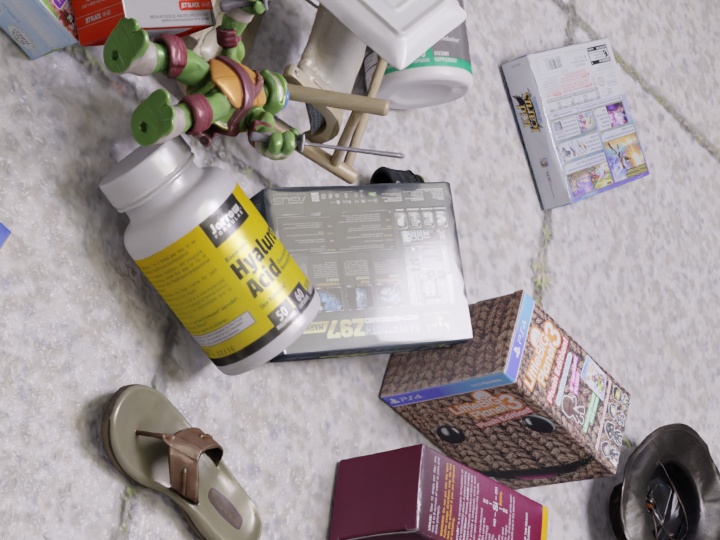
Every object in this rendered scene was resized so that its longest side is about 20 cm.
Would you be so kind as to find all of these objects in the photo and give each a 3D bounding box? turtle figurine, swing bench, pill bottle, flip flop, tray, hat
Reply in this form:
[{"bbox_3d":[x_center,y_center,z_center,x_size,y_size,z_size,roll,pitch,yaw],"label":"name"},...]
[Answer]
[{"bbox_3d":[-0.094,-0.164,1.284,0.194,0.199,0.145,-9,105,-50],"label":"turtle figurine"},{"bbox_3d":[-0.058,-0.222,1.487,0.199,0.130,0.199,21,58,-5],"label":"swing bench"},{"bbox_3d":[0.052,-0.279,1.662,0.113,0.113,0.201,6,73,-48],"label":"pill bottle"},{"bbox_3d":[-0.132,-0.018,1.360,0.200,0.111,0.111,53,44,-16],"label":"pill bottle"},{"bbox_3d":[-0.140,0.167,1.337,0.200,0.057,0.081,51,45,-26],"label":"flip flop"},{"bbox_3d":[-0.002,-0.276,1.447,0.200,0.022,0.107,43,56,9],"label":"tray"},{"bbox_3d":[0.345,0.280,1.856,0.200,0.081,0.201,13,69,-38],"label":"hat"}]

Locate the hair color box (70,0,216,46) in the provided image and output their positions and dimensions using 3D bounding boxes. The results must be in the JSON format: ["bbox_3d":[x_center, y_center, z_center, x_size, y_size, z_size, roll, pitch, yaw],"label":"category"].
[{"bbox_3d":[-0.195,-0.292,1.313,0.111,0.064,0.201,-16,93,-52],"label":"hair color box"}]

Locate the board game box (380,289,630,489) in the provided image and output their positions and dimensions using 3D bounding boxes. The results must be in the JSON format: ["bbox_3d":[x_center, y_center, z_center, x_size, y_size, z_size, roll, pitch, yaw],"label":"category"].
[{"bbox_3d":[0.149,0.127,1.610,0.200,0.159,0.097,42,50,-32],"label":"board game box"}]

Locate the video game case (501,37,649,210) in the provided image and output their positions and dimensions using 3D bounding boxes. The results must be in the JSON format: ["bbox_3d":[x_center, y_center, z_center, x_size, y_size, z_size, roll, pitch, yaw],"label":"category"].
[{"bbox_3d":[0.263,-0.181,1.930,0.200,0.045,0.182,-19,92,-50],"label":"video game case"}]

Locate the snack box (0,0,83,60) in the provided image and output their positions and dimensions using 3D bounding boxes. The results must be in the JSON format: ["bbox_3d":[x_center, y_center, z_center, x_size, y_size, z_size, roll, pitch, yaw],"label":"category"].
[{"bbox_3d":[-0.268,-0.307,1.329,0.169,0.068,0.200,50,45,-30],"label":"snack box"}]

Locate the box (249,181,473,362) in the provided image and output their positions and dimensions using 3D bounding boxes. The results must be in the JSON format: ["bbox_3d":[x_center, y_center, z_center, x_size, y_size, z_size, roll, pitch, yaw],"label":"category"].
[{"bbox_3d":[0.000,0.000,1.503,0.199,0.051,0.158,-4,79,-24],"label":"box"}]

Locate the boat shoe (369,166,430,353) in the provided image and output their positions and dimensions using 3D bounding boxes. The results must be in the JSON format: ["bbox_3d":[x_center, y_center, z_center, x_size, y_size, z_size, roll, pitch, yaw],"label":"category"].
[{"bbox_3d":[0.032,-0.017,1.586,0.066,0.074,0.200,27,60,-38],"label":"boat shoe"}]

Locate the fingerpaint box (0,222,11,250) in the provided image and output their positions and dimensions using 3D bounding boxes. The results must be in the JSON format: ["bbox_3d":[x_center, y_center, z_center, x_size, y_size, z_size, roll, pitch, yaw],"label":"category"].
[{"bbox_3d":[-0.364,-0.003,1.116,0.167,0.073,0.200,48,47,-28],"label":"fingerpaint box"}]

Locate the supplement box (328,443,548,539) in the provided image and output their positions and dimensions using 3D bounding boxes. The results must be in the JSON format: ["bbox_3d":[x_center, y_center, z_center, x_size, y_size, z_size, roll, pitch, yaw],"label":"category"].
[{"bbox_3d":[0.078,0.244,1.528,0.200,0.110,0.086,31,56,-40],"label":"supplement box"}]
